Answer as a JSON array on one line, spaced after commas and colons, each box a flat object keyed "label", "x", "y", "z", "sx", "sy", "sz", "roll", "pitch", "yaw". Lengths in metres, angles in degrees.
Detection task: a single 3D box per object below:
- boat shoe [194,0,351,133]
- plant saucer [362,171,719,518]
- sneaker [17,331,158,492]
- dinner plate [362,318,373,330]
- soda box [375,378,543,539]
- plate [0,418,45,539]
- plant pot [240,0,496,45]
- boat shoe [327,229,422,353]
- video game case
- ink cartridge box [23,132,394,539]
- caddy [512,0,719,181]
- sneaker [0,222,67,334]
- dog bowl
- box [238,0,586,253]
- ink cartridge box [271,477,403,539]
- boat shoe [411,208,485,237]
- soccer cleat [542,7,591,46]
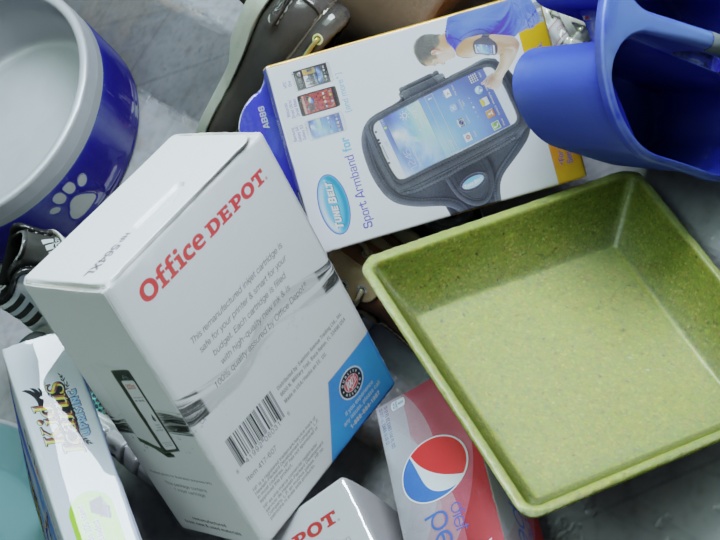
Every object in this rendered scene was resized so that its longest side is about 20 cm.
[{"label": "boat shoe", "x": -0.060, "y": -0.113, "z": 1.185, "sx": 0.060, "sy": 0.202, "sz": 0.072, "roll": 37, "pitch": 51, "yaw": 10}, {"label": "plant saucer", "x": 0.128, "y": 0.048, "z": 1.053, "sx": 0.199, "sy": 0.048, "sz": 0.200, "roll": -18, "pitch": 52, "yaw": -20}, {"label": "sneaker", "x": -0.148, "y": 0.086, "z": 1.219, "sx": 0.199, "sy": 0.078, "sz": 0.092, "roll": 31, "pitch": 79, "yaw": 26}, {"label": "dinner plate", "x": -0.058, "y": -0.017, "z": 1.245, "sx": 0.199, "sy": 0.024, "sz": 0.202, "roll": -12, "pitch": 63, "yaw": 24}, {"label": "soda box", "x": 0.066, "y": 0.154, "z": 1.037, "sx": 0.063, "sy": 0.070, "sz": 0.201, "roll": -30, "pitch": 42, "yaw": 16}, {"label": "plate", "x": -0.279, "y": 0.202, "z": 1.261, "sx": 0.199, "sy": 0.026, "sz": 0.202, "roll": -12, "pitch": 61, "yaw": 23}, {"label": "plant pot", "x": 0.023, "y": -0.218, "z": 1.198, "sx": 0.200, "sy": 0.200, "sz": 0.175, "roll": -46, "pitch": 63, "yaw": 2}, {"label": "boat shoe", "x": 0.000, "y": 0.000, "z": 1.154, "sx": 0.071, "sy": 0.076, "sz": 0.200, "roll": -28, "pitch": 59, "yaw": -20}, {"label": "video game case", "x": -0.167, "y": 0.165, "z": 1.103, "sx": 0.045, "sy": 0.201, "sz": 0.182, "roll": -16, "pitch": 60, "yaw": -14}, {"label": "ink cartridge box", "x": -0.084, "y": 0.038, "z": 1.068, "sx": 0.084, "sy": 0.201, "sz": 0.146, "roll": 4, "pitch": 42, "yaw": 45}, {"label": "caddy", "x": 0.180, "y": -0.129, "z": 1.063, "sx": 0.104, "sy": 0.199, "sz": 0.143, "roll": 5, "pitch": 86, "yaw": 42}, {"label": "sneaker", "x": -0.169, "y": 0.002, "z": 1.218, "sx": 0.199, "sy": 0.115, "sz": 0.076, "roll": -22, "pitch": 60, "yaw": 32}, {"label": "dog bowl", "x": -0.270, "y": -0.111, "z": 1.371, "sx": 0.198, "sy": 0.079, "sz": 0.202, "roll": -12, "pitch": 62, "yaw": 23}, {"label": "box", "x": 0.028, "y": -0.087, "z": 1.105, "sx": 0.198, "sy": 0.041, "sz": 0.120, "roll": -17, "pitch": 95, "yaw": -7}, {"label": "ink cartridge box", "x": -0.012, "y": 0.246, "z": 1.055, "sx": 0.146, "sy": 0.084, "sz": 0.201, "roll": -36, "pitch": 55, "yaw": 9}, {"label": "boat shoe", "x": 0.019, "y": -0.088, "z": 1.197, "sx": 0.071, "sy": 0.068, "sz": 0.201, "roll": -28, "pitch": 58, "yaw": -5}, {"label": "soccer cleat", "x": 0.125, "y": -0.149, "z": 1.157, "sx": 0.070, "sy": 0.086, "sz": 0.201, "roll": 32, "pitch": 84, "yaw": 7}]
